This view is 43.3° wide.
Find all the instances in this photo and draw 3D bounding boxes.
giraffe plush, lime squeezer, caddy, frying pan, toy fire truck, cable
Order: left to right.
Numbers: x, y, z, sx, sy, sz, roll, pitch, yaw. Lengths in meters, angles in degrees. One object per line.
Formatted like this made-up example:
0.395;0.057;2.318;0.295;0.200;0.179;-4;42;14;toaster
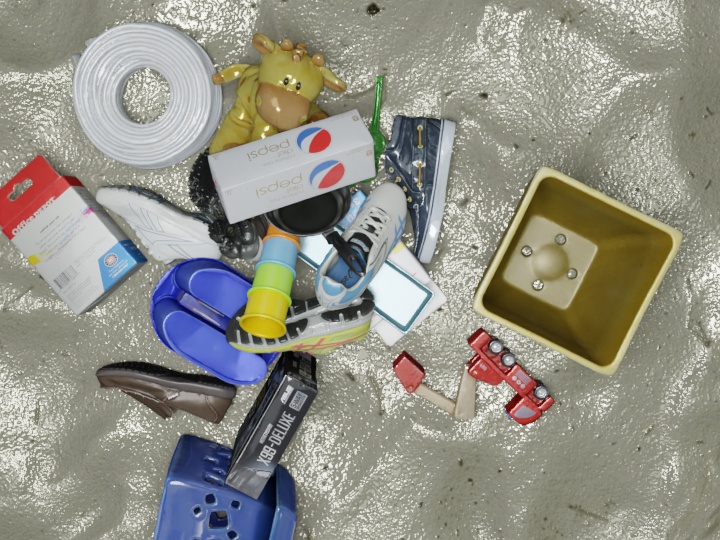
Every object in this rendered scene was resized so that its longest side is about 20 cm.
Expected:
-0.293;-0.242;1.251;0.199;0.069;0.201;-14;94;3;cable
-0.191;0.070;1.249;0.200;0.105;0.142;34;86;-19;caddy
-0.099;-0.221;1.178;0.172;0.162;0.201;-3;79;-25;giraffe plush
-0.038;-0.068;1.144;0.190;0.031;0.115;31;62;21;frying pan
0.005;-0.169;1.253;0.038;0.071;0.201;0;60;38;lime squeezer
0.158;0.160;1.277;0.200;0.049;0.141;45;95;-3;toy fire truck

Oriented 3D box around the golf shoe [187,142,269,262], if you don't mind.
-0.174;-0.087;1.246;0.078;0.094;0.201;-35;56;21;golf shoe

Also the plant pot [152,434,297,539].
-0.186;0.356;1.233;0.179;0.200;0.201;12;95;-6;plant pot

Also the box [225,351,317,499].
-0.115;0.194;1.213;0.050;0.200;0.158;29;95;-7;box

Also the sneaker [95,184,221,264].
-0.281;-0.058;1.265;0.199;0.075;0.087;26;99;0;sneaker

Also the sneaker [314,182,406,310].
0.008;-0.037;1.168;0.072;0.073;0.200;31;64;0;sneaker

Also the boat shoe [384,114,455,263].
0.073;-0.114;1.253;0.090;0.071;0.201;8;88;2;boat shoe

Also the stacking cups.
-0.107;-0.013;1.168;0.060;0.061;0.201;8;58;1;stacking cups

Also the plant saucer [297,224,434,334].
0.000;0.000;1.217;0.200;0.019;0.070;36;95;0;plant saucer

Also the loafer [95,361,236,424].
-0.278;0.177;1.278;0.199;0.073;0.071;11;93;1;loafer

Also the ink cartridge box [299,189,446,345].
0.020;0.001;1.259;0.115;0.068;0.200;-39;92;5;ink cartridge box

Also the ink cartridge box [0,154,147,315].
-0.410;-0.051;1.269;0.116;0.067;0.200;-40;92;3;ink cartridge box

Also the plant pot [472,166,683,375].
0.263;-0.007;1.185;0.194;0.200;0.196;26;95;0;plant pot

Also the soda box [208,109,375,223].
-0.083;-0.131;1.135;0.199;0.068;0.064;-20;56;-10;soda box

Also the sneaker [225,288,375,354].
-0.076;0.082;1.195;0.199;0.090;0.078;-8;52;-2;sneaker
